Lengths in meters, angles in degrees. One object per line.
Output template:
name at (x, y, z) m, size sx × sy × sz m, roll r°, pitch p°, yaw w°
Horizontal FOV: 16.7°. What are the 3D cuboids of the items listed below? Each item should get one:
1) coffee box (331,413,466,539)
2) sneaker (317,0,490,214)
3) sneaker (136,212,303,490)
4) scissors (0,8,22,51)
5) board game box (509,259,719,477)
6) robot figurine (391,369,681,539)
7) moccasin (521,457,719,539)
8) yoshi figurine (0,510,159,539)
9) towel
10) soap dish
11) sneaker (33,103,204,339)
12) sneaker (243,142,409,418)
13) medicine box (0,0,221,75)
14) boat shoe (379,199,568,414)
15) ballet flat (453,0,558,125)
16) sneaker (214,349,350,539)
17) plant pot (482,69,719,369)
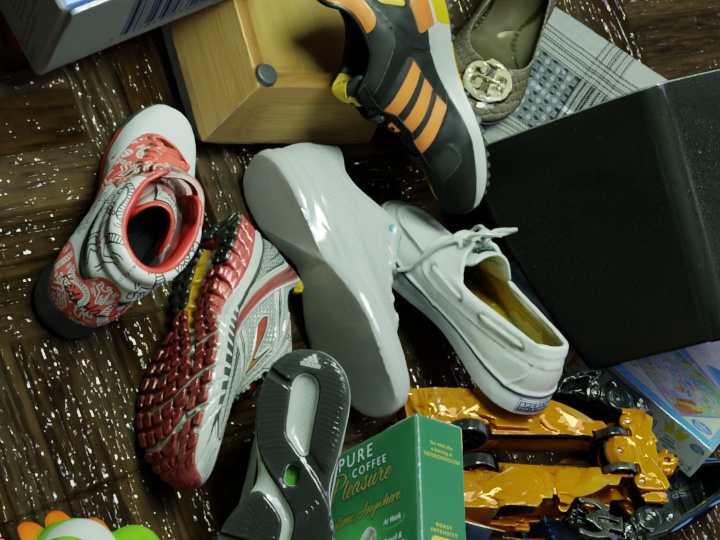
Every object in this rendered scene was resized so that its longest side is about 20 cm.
coffee box at (0.017, 0.203, 1.555) m, size 0.044 × 0.123 × 0.200 m, roll 18°, pitch 56°, yaw -33°
sneaker at (0.024, -0.121, 1.680) m, size 0.090 × 0.070 × 0.200 m, roll -24°, pitch 118°, yaw -17°
sneaker at (-0.081, 0.057, 1.577) m, size 0.082 × 0.078 × 0.200 m, roll 37°, pitch 49°, yaw -25°
scissors at (-0.280, -0.220, 1.595) m, size 0.200 × 0.014 × 0.073 m, roll 55°, pitch 45°, yaw -2°
board game box at (0.203, 0.046, 1.820) m, size 0.200 × 0.034 × 0.134 m, roll 41°, pitch 41°, yaw 8°
robot figurine at (0.124, 0.133, 1.686) m, size 0.199 × 0.058 × 0.145 m, roll 5°, pitch 53°, yaw -20°
moccasin at (0.196, 0.161, 1.776) m, size 0.200 × 0.068 × 0.081 m, roll -17°, pitch 80°, yaw -45°
yoshi figurine at (-0.179, 0.197, 1.402) m, size 0.200 × 0.112 × 0.112 m, roll -9°, pitch 90°, yaw -47°
towel at (0.153, -0.120, 1.878) m, size 0.200 × 0.035 × 0.193 m, roll 37°, pitch 46°, yaw 0°
soap dish at (-0.066, -0.188, 1.718) m, size 0.157 × 0.081 × 0.200 m, roll -3°, pitch 71°, yaw -43°
sneaker at (-0.128, -0.048, 1.567) m, size 0.067 × 0.108 × 0.202 m, roll 42°, pitch 46°, yaw -17°
sneaker at (0.000, 0.000, 1.678) m, size 0.088 × 0.075 × 0.200 m, roll -16°, pitch 78°, yaw -40°
medicine box at (-0.168, -0.258, 1.588) m, size 0.182 × 0.103 × 0.200 m, roll -26°, pitch 80°, yaw -24°
boat shoe at (0.079, 0.002, 1.693) m, size 0.074 × 0.086 × 0.202 m, roll -3°, pitch 43°, yaw -36°
ballet flat at (0.115, -0.187, 1.863) m, size 0.067 × 0.046 × 0.200 m, roll 30°, pitch 49°, yaw -2°
sneaker at (-0.043, 0.152, 1.562) m, size 0.075 × 0.115 × 0.201 m, roll 15°, pitch 87°, yaw 5°
plant pot at (0.226, -0.037, 1.736) m, size 0.200 × 0.199 × 0.178 m, roll -15°, pitch 89°, yaw -41°
